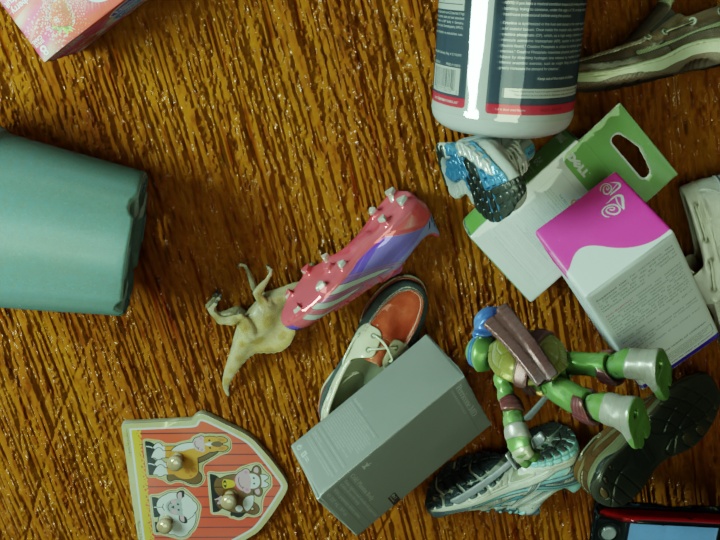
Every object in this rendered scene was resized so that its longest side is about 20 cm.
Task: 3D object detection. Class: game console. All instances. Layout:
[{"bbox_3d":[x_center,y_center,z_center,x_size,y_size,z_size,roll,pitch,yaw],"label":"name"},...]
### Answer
[{"bbox_3d":[0.384,0.338,0.971,0.196,0.119,0.176,3,109,0],"label":"game console"}]

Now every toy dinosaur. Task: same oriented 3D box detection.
[{"bbox_3d":[-0.126,0.062,0.916,0.101,0.058,0.201,37,106,-12],"label":"toy dinosaur"}]

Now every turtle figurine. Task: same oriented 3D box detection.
[{"bbox_3d":[0.200,0.133,0.805,0.192,0.142,0.205,3,95,43],"label":"turtle figurine"}]

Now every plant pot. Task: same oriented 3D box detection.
[{"bbox_3d":[-0.322,-0.043,0.821,0.192,0.201,0.204,10,110,-11],"label":"plant pot"}]

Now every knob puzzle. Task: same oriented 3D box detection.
[{"bbox_3d":[-0.187,0.268,1.003,0.215,0.031,0.224,0,109,1],"label":"knob puzzle"}]

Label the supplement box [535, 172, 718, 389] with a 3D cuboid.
[{"bbox_3d":[0.271,0.015,0.825,0.103,0.102,0.200,-37,135,10],"label":"supplement box"}]

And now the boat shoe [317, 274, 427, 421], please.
[{"bbox_3d":[0.014,0.098,0.924,0.071,0.063,0.202,32,106,-8],"label":"boat shoe"}]

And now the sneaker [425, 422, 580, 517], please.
[{"bbox_3d":[0.174,0.262,0.971,0.197,0.078,0.087,-23,111,9],"label":"sneaker"}]

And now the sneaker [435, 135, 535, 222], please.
[{"bbox_3d":[0.133,-0.105,0.784,0.085,0.200,0.076,-20,108,-2],"label":"sneaker"}]

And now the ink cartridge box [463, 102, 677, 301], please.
[{"bbox_3d":[0.216,-0.075,0.860,0.200,0.059,0.104,-43,105,14],"label":"ink cartridge box"}]

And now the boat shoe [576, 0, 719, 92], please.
[{"bbox_3d":[0.299,-0.230,0.807,0.198,0.075,0.076,-12,95,-1],"label":"boat shoe"}]

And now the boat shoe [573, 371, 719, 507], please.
[{"bbox_3d":[0.322,0.182,0.936,0.198,0.074,0.076,-34,105,-14],"label":"boat shoe"}]

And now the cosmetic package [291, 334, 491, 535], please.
[{"bbox_3d":[0.036,0.180,0.897,0.199,0.090,0.107,-38,132,-2],"label":"cosmetic package"}]

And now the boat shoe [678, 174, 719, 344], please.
[{"bbox_3d":[0.377,0.000,0.881,0.068,0.071,0.204,-10,107,10],"label":"boat shoe"}]

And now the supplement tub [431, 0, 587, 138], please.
[{"bbox_3d":[0.140,-0.235,0.764,0.137,0.141,0.204,3,110,0],"label":"supplement tub"}]

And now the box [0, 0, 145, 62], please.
[{"bbox_3d":[-0.239,-0.298,0.769,0.198,0.096,0.100,-31,107,14],"label":"box"}]

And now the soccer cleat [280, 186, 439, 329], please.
[{"bbox_3d":[0.000,0.000,0.877,0.200,0.067,0.076,-45,120,0],"label":"soccer cleat"}]
